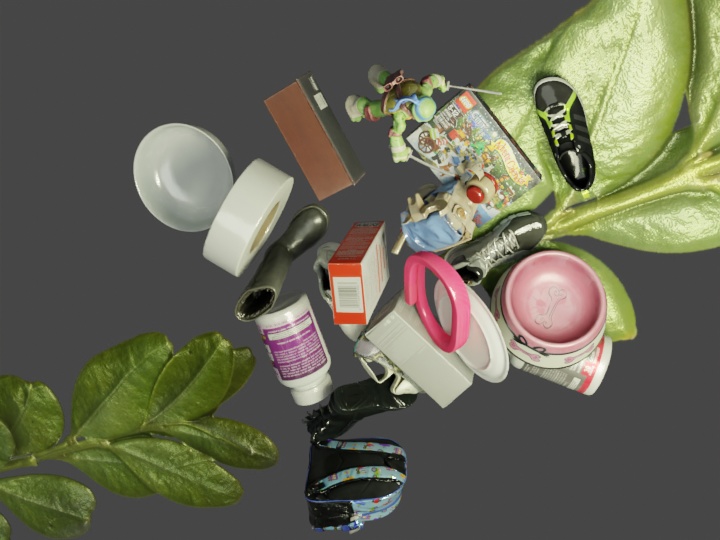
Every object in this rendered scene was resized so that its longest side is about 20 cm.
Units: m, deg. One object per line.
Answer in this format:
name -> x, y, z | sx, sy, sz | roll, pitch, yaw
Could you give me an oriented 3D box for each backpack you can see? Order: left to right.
backpack -> -0.004, 0.420, 1.579 | 0.197, 0.183, 0.136 | -5, 120, 4

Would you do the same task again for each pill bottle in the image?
pill bottle -> -0.122, 0.151, 1.526 | 0.111, 0.112, 0.202 | -13, 108, 19
pill bottle -> 0.329, 0.133, 1.400 | 0.197, 0.111, 0.112 | 20, 116, 5

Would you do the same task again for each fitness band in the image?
fitness band -> 0.130, 0.052, 1.342 | 0.144, 0.037, 0.202 | 44, 154, 35

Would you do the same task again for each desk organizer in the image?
desk organizer -> -0.079, -0.230, 1.379 | 0.076, 0.072, 0.202 | -23, 105, 25

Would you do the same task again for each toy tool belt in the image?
toy tool belt -> 0.132, -0.084, 1.315 | 0.125, 0.123, 0.199 | 50, 149, -9

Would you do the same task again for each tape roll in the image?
tape roll -> -0.195, -0.091, 1.395 | 0.070, 0.203, 0.204 | 29, 116, 0

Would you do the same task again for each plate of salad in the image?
plate of salad -> 0.193, 0.097, 1.358 | 0.048, 0.200, 0.202 | -27, 108, -20

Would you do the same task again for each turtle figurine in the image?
turtle figurine -> 0.080, -0.248, 1.278 | 0.193, 0.198, 0.146 | 34, 118, 47

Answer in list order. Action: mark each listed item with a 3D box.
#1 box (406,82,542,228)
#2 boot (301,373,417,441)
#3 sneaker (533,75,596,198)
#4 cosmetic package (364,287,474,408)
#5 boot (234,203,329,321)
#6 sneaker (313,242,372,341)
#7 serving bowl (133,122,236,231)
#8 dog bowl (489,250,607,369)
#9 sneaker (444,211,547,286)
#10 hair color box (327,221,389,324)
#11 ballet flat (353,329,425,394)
box -> 0.191, -0.191, 1.342 | 0.136, 0.038, 0.200 | -37, 99, 25
boot -> -0.005, 0.272, 1.556 | 0.163, 0.196, 0.074 | -54, 48, 50
sneaker -> 0.334, -0.213, 1.270 | 0.071, 0.083, 0.202 | -21, 105, 21
cosmetic package -> 0.116, 0.141, 1.464 | 0.200, 0.107, 0.090 | 46, 116, -5
boot -> -0.138, -0.016, 1.411 | 0.072, 0.200, 0.182 | 39, 116, -5
sneaker -> -0.038, 0.052, 1.481 | 0.074, 0.081, 0.202 | -18, 108, 19
serving bowl -> -0.313, -0.176, 1.465 | 0.197, 0.066, 0.203 | 5, 113, 13
dog bowl -> 0.318, 0.057, 1.328 | 0.197, 0.074, 0.203 | -1, 70, 2
sneaker -> 0.228, -0.023, 1.359 | 0.198, 0.116, 0.075 | -29, 103, 24
hair color box -> 0.000, 0.000, 1.381 | 0.063, 0.200, 0.113 | 0, 113, 15
ballet flat -> 0.063, 0.191, 1.500 | 0.199, 0.072, 0.072 | 38, 117, -18
